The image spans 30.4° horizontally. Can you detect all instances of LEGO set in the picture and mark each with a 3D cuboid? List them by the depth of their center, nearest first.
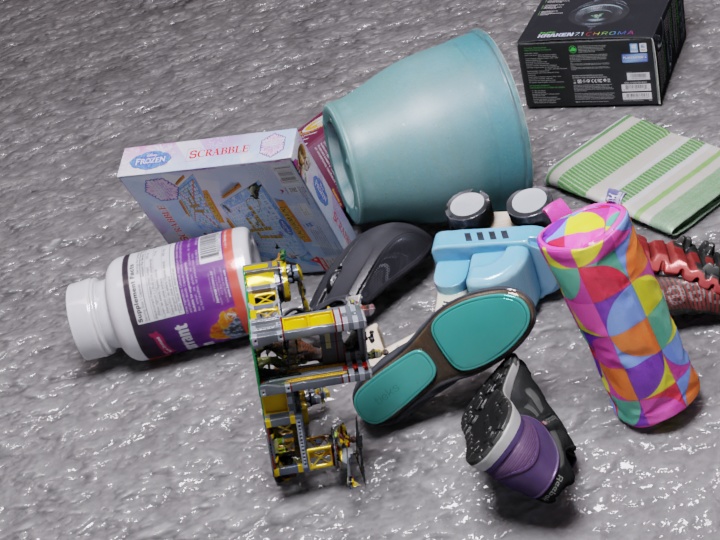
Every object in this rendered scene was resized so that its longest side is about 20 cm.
[{"bbox_3d":[-0.034,0.084,1.168,0.115,0.202,0.154,-8,19,-4],"label":"LEGO set"}]

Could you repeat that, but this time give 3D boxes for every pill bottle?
[{"bbox_3d":[-0.200,0.030,1.383,0.198,0.112,0.112,-14,32,3],"label":"pill bottle"}]

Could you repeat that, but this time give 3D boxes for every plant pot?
[{"bbox_3d":[0.064,-0.137,1.432,0.186,0.202,0.200,-17,32,-8],"label":"plant pot"}]

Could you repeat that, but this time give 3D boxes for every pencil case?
[{"bbox_3d":[0.219,0.034,1.120,0.088,0.201,0.089,-23,22,10],"label":"pencil case"}]

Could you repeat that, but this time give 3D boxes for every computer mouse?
[{"bbox_3d":[0.000,0.000,1.367,0.138,0.053,0.200,-17,18,49],"label":"computer mouse"}]

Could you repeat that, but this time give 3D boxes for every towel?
[{"bbox_3d":[0.317,-0.107,1.456,0.152,0.024,0.199,-33,38,-24],"label":"towel"}]

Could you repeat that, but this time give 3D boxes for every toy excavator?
[{"bbox_3d":[0.102,0.023,1.296,0.192,0.100,0.201,-4,43,20],"label":"toy excavator"}]

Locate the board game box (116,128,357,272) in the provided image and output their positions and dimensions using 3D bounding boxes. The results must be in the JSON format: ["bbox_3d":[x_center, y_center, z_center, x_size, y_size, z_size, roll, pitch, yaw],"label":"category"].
[{"bbox_3d":[-0.125,-0.064,1.408,0.197,0.201,0.041,-4,55,19],"label":"board game box"}]

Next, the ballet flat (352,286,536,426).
[{"bbox_3d":[0.077,0.072,1.201,0.199,0.073,0.073,-36,26,21],"label":"ballet flat"}]

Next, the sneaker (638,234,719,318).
[{"bbox_3d":[0.280,0.017,1.243,0.198,0.099,0.071,14,24,3],"label":"sneaker"}]

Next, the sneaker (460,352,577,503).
[{"bbox_3d":[0.139,0.141,1.130,0.076,0.087,0.200,-53,5,18],"label":"sneaker"}]

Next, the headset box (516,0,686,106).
[{"bbox_3d":[0.310,-0.295,1.675,0.172,0.094,0.200,3,36,25],"label":"headset box"}]

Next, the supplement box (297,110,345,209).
[{"bbox_3d":[-0.042,-0.124,1.545,0.110,0.086,0.200,-10,25,51],"label":"supplement box"}]
